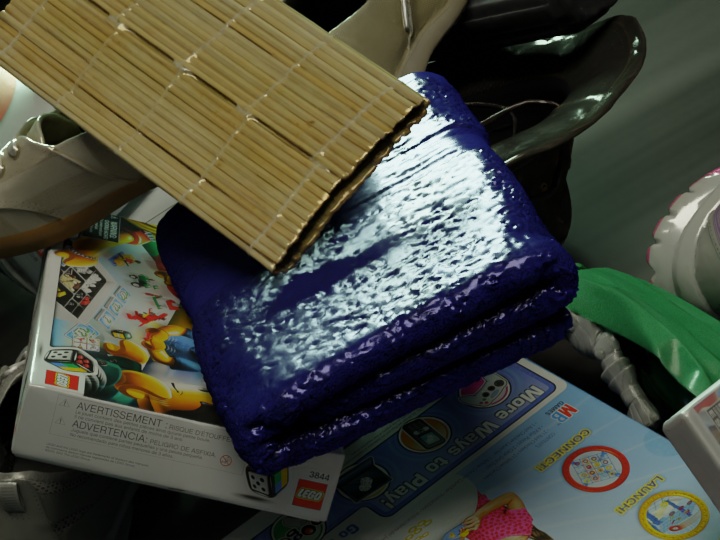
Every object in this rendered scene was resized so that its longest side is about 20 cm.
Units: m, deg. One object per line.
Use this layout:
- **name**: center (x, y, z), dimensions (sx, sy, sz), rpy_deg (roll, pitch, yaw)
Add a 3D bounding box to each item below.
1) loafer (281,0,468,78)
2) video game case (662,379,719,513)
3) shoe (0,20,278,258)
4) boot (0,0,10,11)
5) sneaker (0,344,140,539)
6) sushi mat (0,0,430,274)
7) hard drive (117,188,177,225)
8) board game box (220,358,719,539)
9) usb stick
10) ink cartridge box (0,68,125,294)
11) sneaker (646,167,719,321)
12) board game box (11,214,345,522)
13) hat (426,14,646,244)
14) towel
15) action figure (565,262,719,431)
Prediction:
- **loafer**: center (0.000, -0.121, 1.069), dimensions (0.076, 0.068, 0.200), rpy_deg (-27, 27, 29)
- **video game case**: center (0.221, 0.071, 0.872), dimensions (0.200, 0.018, 0.143), rpy_deg (-31, 84, -37)
- **shoe**: center (-0.109, -0.059, 0.974), dimensions (0.199, 0.053, 0.070), rpy_deg (-18, 29, 11)
- **boot**: center (-0.236, -0.143, 1.121), dimensions (0.138, 0.078, 0.200), rpy_deg (13, 29, 17)
- **sneaker**: center (-0.123, 0.057, 0.986), dimensions (0.074, 0.082, 0.200), rpy_deg (-5, 38, 4)
- **sushi mat**: center (-0.069, -0.082, 0.927), dimensions (0.200, 0.012, 0.096), rpy_deg (36, 79, 32)
- **hard drive**: center (-0.067, -0.075, 1.138), dimensions (0.132, 0.027, 0.200), rpy_deg (-30, 27, 31)
- **board game box**: center (0.057, 0.136, 0.876), dimensions (0.200, 0.056, 0.196), rpy_deg (-34, 45, -29)
- **usb stick**: center (0.046, -0.126, 1.141), dimensions (0.055, 0.033, 0.200), rpy_deg (-27, 14, -40)
- **ink cartridge box**: center (-0.148, -0.096, 1.149), dimensions (0.200, 0.050, 0.162), rpy_deg (-50, 43, -10)
- **sneaker**: center (0.218, -0.051, 1.016), dimensions (0.088, 0.081, 0.200), rpy_deg (20, 77, 49)
- **board game box**: center (-0.076, 0.034, 0.946), dimensions (0.126, 0.035, 0.200), rpy_deg (13, 21, -10)
- **hat**: center (0.061, -0.045, 1.075), dimensions (0.200, 0.081, 0.201), rpy_deg (-23, 18, 8)
- **towel**: center (0.000, 0.000, 0.901), dimensions (0.147, 0.050, 0.200), rpy_deg (-30, 28, 1)
- **action figure**: center (0.142, 0.045, 0.955), dimensions (0.118, 0.055, 0.200), rpy_deg (1, 27, -48)
